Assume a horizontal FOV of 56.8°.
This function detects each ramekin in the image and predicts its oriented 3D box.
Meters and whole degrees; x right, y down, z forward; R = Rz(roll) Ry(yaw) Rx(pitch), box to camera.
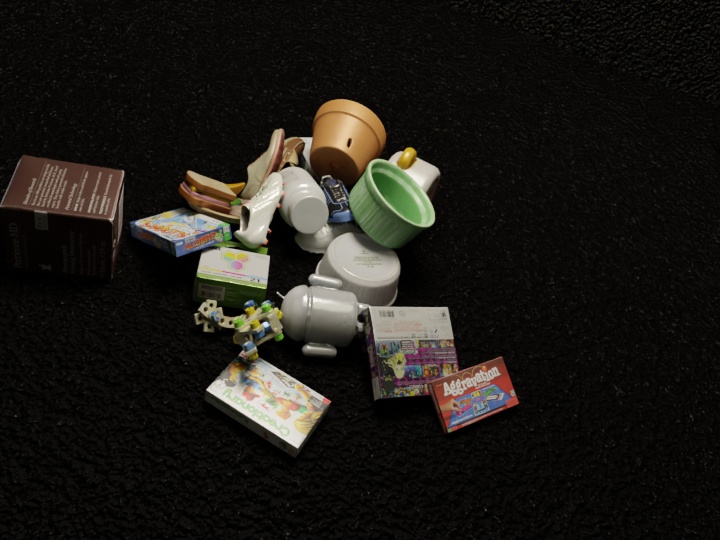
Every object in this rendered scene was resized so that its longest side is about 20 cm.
[{"bbox_3d":[0.067,-0.148,1.532,0.198,0.098,0.202,30,35,-24],"label":"ramekin"},{"bbox_3d":[0.000,0.000,1.508,0.199,0.095,0.204,12,41,-10],"label":"ramekin"}]

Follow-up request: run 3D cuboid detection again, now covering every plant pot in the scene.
[{"bbox_3d":[-0.047,-0.316,1.717,0.197,0.201,0.141,21,56,2],"label":"plant pot"}]

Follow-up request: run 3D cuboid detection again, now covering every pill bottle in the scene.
[{"bbox_3d":[-0.141,-0.163,1.571,0.112,0.116,0.200,2,23,-20],"label":"pill bottle"}]

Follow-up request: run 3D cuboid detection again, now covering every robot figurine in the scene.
[{"bbox_3d":[-0.078,0.092,1.359,0.197,0.113,0.172,8,67,-13],"label":"robot figurine"}]

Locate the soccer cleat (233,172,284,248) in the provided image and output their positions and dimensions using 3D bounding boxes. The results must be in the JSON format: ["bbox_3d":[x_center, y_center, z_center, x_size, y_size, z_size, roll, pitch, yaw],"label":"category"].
[{"bbox_3d":[-0.225,-0.145,1.491,0.077,0.069,0.203,29,59,-28],"label":"soccer cleat"}]

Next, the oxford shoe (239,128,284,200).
[{"bbox_3d":[-0.241,-0.259,1.641,0.073,0.071,0.203,18,84,6],"label":"oxford shoe"}]

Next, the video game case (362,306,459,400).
[{"bbox_3d":[0.106,0.164,1.345,0.197,0.036,0.184,2,70,-30],"label":"video game case"}]

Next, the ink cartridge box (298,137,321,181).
[{"bbox_3d":[-0.109,-0.295,1.831,0.098,0.040,0.201,-3,44,-25],"label":"ink cartridge box"}]

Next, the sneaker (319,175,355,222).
[{"bbox_3d":[-0.060,-0.173,1.591,0.069,0.079,0.200,-16,23,-15],"label":"sneaker"}]

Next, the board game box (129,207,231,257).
[{"bbox_3d":[-0.386,-0.085,1.424,0.134,0.035,0.198,-24,30,-39],"label":"board game box"}]

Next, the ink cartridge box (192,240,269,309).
[{"bbox_3d":[-0.271,-0.018,1.431,0.145,0.076,0.202,10,43,-12],"label":"ink cartridge box"}]

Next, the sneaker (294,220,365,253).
[{"bbox_3d":[-0.063,-0.094,1.598,0.197,0.081,0.077,-6,48,-26],"label":"sneaker"}]

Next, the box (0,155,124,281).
[{"bbox_3d":[-0.582,-0.101,1.324,0.197,0.167,0.166,6,43,-15],"label":"box"}]

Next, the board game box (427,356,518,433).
[{"bbox_3d":[0.231,0.250,1.352,0.198,0.019,0.104,-13,77,-33],"label":"board game box"}]

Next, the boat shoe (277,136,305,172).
[{"bbox_3d":[-0.200,-0.277,1.748,0.073,0.076,0.200,28,50,14],"label":"boat shoe"}]

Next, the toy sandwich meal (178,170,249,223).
[{"bbox_3d":[-0.320,-0.173,1.540,0.202,0.071,0.206,17,18,-6],"label":"toy sandwich meal"}]

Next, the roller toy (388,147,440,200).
[{"bbox_3d":[0.108,-0.202,1.703,0.138,0.200,0.184,27,84,10],"label":"roller toy"}]

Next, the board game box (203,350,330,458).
[{"bbox_3d":[-0.169,0.239,1.221,0.198,0.035,0.126,29,41,10],"label":"board game box"}]

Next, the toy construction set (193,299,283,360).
[{"bbox_3d":[-0.225,0.105,1.283,0.198,0.093,0.131,14,37,41],"label":"toy construction set"}]
